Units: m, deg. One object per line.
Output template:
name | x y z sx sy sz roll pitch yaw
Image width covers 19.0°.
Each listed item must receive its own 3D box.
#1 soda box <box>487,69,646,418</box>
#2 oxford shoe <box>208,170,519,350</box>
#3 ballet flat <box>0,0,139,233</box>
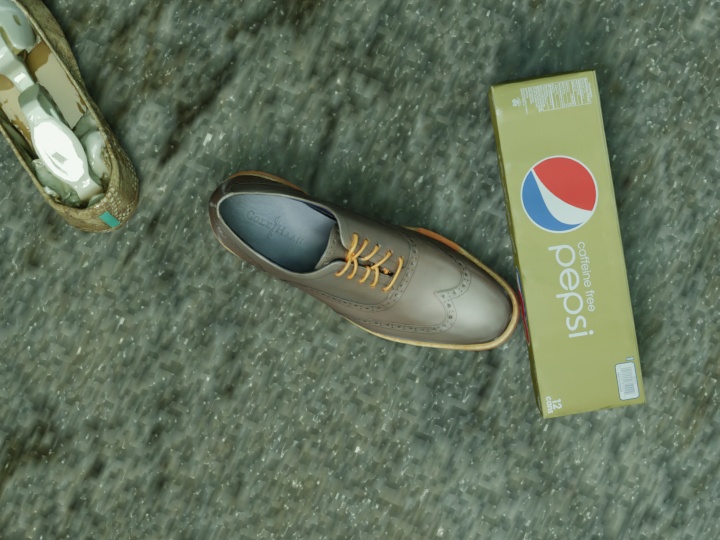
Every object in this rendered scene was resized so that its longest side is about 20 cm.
soda box | 0.122 -0.017 1.284 0.064 0.068 0.200 -8 92 2
oxford shoe | 0.000 0.000 1.283 0.200 0.073 0.071 20 93 0
ballet flat | -0.198 -0.111 1.287 0.070 0.065 0.200 -37 91 1
